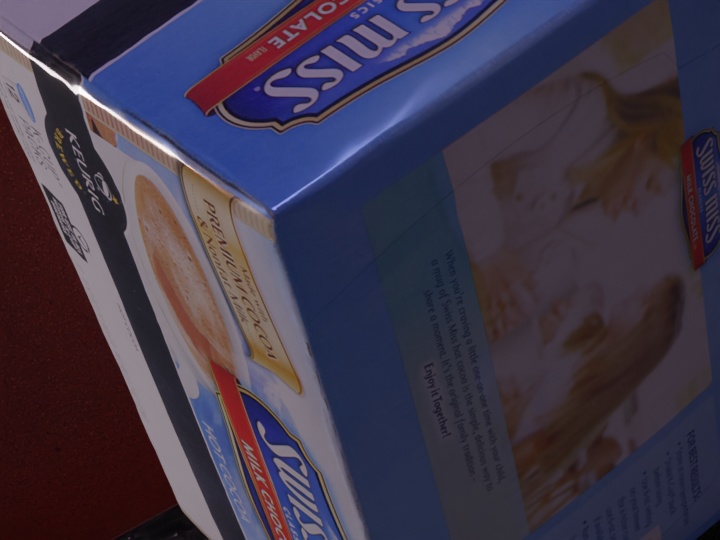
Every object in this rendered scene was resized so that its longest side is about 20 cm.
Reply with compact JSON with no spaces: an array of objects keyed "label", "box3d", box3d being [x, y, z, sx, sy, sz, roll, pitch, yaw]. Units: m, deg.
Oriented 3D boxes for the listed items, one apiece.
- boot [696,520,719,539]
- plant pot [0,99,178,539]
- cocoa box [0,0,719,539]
[{"label":"boot","box3d":[0.010,0.098,0.596,0.210,0.080,0.158,10,48,29]},{"label":"plant pot","box3d":[-0.120,-0.031,0.728,0.200,0.176,0.200,-30,34,25]},{"label":"cocoa box","box3d":[0.012,-0.002,0.491,0.133,0.201,0.131,-35,46,-20]}]
